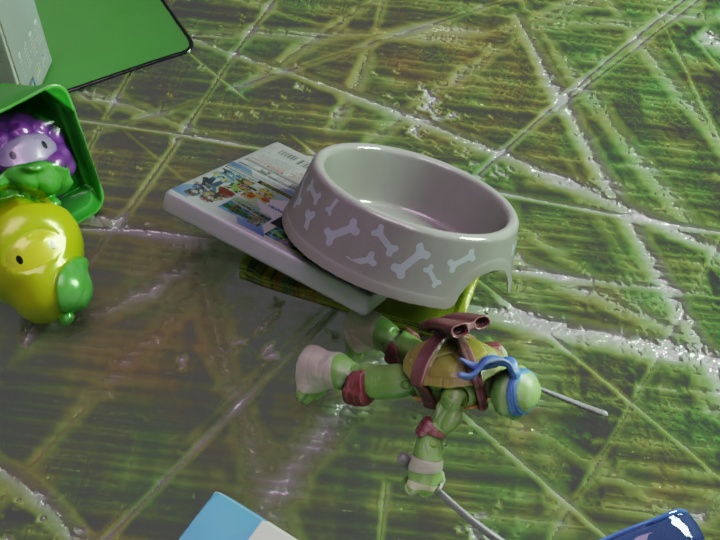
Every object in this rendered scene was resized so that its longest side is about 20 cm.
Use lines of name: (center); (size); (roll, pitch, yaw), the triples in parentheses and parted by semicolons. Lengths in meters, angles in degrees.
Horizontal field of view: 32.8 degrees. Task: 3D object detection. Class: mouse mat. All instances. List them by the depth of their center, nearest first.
mouse mat: (-0.290, -0.244, 1.254); (0.199, 0.008, 0.161); (-23, 56, -19)

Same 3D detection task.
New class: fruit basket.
fruit basket: (-0.304, -0.048, 1.022); (0.215, 0.156, 0.216); (-7, 38, 6)

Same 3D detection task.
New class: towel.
towel: (0.000, 0.000, 1.071); (0.199, 0.018, 0.086); (17, 54, 10)

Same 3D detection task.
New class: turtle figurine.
turtle figurine: (0.058, 0.111, 0.953); (0.193, 0.200, 0.144); (17, 73, 35)

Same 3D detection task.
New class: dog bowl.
dog bowl: (0.038, -0.043, 1.000); (0.199, 0.059, 0.200); (14, 24, -6)

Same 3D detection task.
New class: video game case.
video game case: (-0.038, -0.042, 1.053); (0.200, 0.022, 0.182); (28, 29, 17)

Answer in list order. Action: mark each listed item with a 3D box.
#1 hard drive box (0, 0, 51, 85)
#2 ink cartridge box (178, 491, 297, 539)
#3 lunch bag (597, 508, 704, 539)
hard drive box: (-0.387, -0.248, 1.124); (0.155, 0.200, 0.077); (8, 54, 6)
ink cartridge box: (-0.045, 0.266, 0.789); (0.200, 0.129, 0.125); (28, 56, 18)
lunch bag: (0.153, 0.251, 0.807); (0.199, 0.136, 0.133); (-18, 55, -15)
